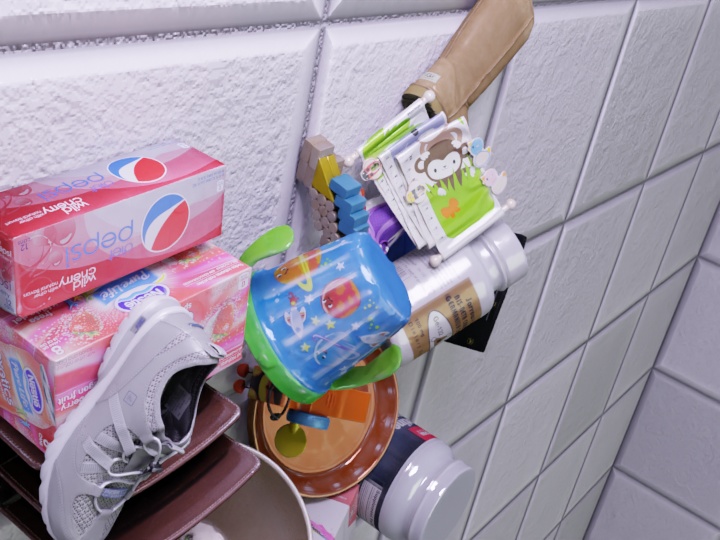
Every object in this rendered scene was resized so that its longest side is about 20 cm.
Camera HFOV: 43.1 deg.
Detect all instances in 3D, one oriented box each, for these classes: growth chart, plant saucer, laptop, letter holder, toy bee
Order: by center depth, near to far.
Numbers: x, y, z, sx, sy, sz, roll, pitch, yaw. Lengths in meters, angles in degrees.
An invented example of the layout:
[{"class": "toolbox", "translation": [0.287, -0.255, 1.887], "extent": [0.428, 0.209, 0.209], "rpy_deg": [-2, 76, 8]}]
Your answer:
[{"class": "letter holder", "translation": [-0.191, 0.152, 0.781], "extent": [0.199, 0.141, 0.101], "rpy_deg": [-30, 139, -44]}, {"class": "toy bee", "translation": [-0.075, 0.121, 0.979], "extent": [0.132, 0.108, 0.200], "rpy_deg": [-64, 146, -24]}, {"class": "growth chart", "translation": [0.085, -0.102, 1.019], "extent": [0.145, 0.018, 0.200], "rpy_deg": [-43, 122, -3]}, {"class": "plant saucer", "translation": [-0.044, 0.164, 1.070], "extent": [0.199, 0.032, 0.203], "rpy_deg": [-5, 99, -33]}, {"class": "laptop", "translation": [0.105, 0.023, 1.193], "extent": [0.103, 0.198, 0.179], "rpy_deg": [-91, -162, -70]}]

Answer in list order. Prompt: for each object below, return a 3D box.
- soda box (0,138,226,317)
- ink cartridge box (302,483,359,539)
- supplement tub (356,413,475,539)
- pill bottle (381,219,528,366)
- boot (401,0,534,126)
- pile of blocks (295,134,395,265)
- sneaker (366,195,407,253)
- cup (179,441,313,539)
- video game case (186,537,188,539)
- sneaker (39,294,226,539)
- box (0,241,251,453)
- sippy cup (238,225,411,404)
[{"class": "soda box", "translation": [-0.194, -0.038, 0.694], "extent": [0.199, 0.063, 0.071], "rpy_deg": [-29, 138, -46]}, {"class": "ink cartridge box", "translation": [-0.067, 0.348, 1.067], "extent": [0.200, 0.067, 0.117], "rpy_deg": [-56, 156, -54]}, {"class": "supplement tub", "translation": [0.033, 0.257, 1.180], "extent": [0.140, 0.199, 0.141], "rpy_deg": [-39, 145, -36]}, {"class": "pill bottle", "translation": [0.099, 0.020, 1.111], "extent": [0.199, 0.115, 0.115], "rpy_deg": [-31, 144, -11]}, {"class": "boot", "translation": [0.141, -0.221, 1.081], "extent": [0.200, 0.066, 0.176], "rpy_deg": [-52, 148, -19]}, {"class": "pile of blocks", "translation": [-0.002, -0.043, 0.928], "extent": [0.062, 0.082, 0.202], "rpy_deg": [-26, 107, -45]}, {"class": "sneaker", "translation": [0.000, 0.000, 1.025], "extent": [0.200, 0.083, 0.081], "rpy_deg": [-49, 149, -23]}, {"class": "cup", "translation": [-0.159, 0.281, 0.892], "extent": [0.200, 0.200, 0.143], "rpy_deg": [-43, 175, -30]}, {"class": "video game case", "translation": [-0.231, 0.337, 1.008], "extent": [0.144, 0.018, 0.200], "rpy_deg": [-54, 150, -14]}, {"class": "sneaker", "translation": [-0.166, 0.122, 0.660], "extent": [0.075, 0.082, 0.201], "rpy_deg": [10, 107, -60]}, {"class": "box", "translation": [-0.192, 0.052, 0.742], "extent": [0.199, 0.094, 0.103], "rpy_deg": [-28, 138, -46]}, {"class": "sippy cup", "translation": [-0.027, 0.035, 0.851], "extent": [0.130, 0.141, 0.178], "rpy_deg": [-30, 163, 15]}]
